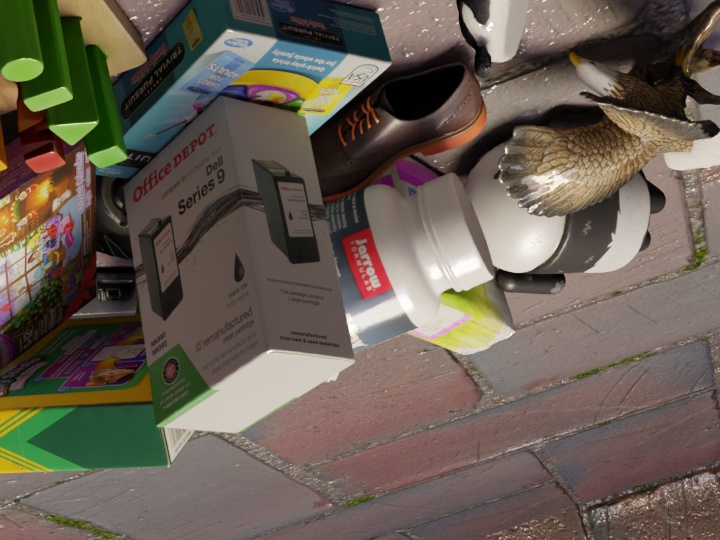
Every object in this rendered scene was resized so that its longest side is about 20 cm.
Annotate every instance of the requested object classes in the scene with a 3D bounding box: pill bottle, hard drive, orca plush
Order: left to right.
[{"bbox_3d":[-0.312,0.048,1.361,0.197,0.043,0.135,-3,156,-28],"label":"hard drive"},{"bbox_3d":[0.000,0.000,1.148,0.198,0.121,0.120,-23,158,11],"label":"pill bottle"},{"bbox_3d":[0.073,-0.194,0.991,0.070,0.107,0.200,20,-170,11],"label":"orca plush"}]

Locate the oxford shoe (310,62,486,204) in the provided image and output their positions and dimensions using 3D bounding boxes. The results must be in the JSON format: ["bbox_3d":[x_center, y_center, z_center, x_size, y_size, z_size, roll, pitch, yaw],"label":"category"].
[{"bbox_3d":[0.004,-0.116,1.154,0.198,0.072,0.073,-26,152,0],"label":"oxford shoe"}]

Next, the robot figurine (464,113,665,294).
[{"bbox_3d":[0.187,-0.060,1.331,0.198,0.153,0.124,-1,172,-33],"label":"robot figurine"}]

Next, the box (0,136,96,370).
[{"bbox_3d":[-0.260,-0.011,1.078,0.137,0.039,0.201,-40,158,-32],"label":"box"}]

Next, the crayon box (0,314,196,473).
[{"bbox_3d":[-0.205,0.095,1.156,0.170,0.059,0.200,-5,-163,14],"label":"crayon box"}]

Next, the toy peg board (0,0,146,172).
[{"bbox_3d":[-0.254,-0.120,0.915,0.197,0.099,0.200,-18,158,6],"label":"toy peg board"}]

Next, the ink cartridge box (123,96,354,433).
[{"bbox_3d":[-0.094,-0.002,1.045,0.083,0.203,0.145,9,148,-41],"label":"ink cartridge box"}]

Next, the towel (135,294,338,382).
[{"bbox_3d":[-0.105,0.056,1.283,0.197,0.031,0.150,6,148,-10],"label":"towel"}]

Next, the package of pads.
[{"bbox_3d":[0.065,-0.012,1.317,0.068,0.156,0.199,-24,157,23],"label":"package of pads"}]

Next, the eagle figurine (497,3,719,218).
[{"bbox_3d":[0.218,-0.122,1.167,0.149,0.200,0.153,16,132,26],"label":"eagle figurine"}]

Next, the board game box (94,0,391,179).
[{"bbox_3d":[-0.096,-0.131,1.066,0.150,0.048,0.199,4,151,-40],"label":"board game box"}]

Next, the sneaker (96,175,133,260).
[{"bbox_3d":[-0.185,-0.044,1.211,0.078,0.077,0.200,-8,159,27],"label":"sneaker"}]
